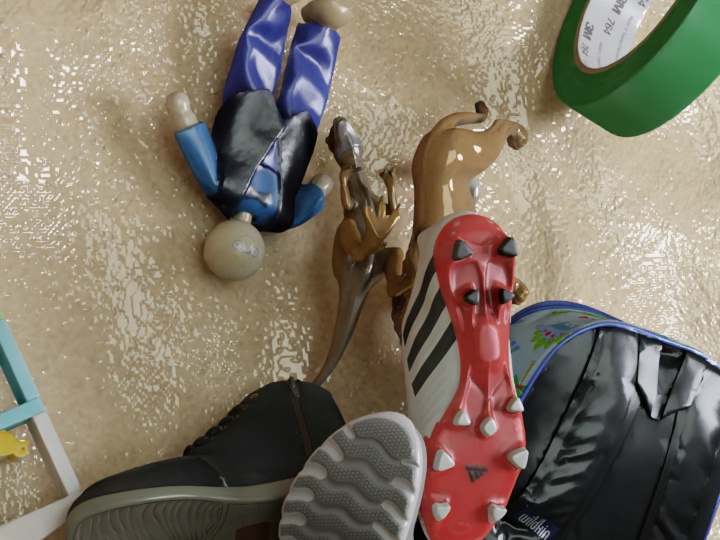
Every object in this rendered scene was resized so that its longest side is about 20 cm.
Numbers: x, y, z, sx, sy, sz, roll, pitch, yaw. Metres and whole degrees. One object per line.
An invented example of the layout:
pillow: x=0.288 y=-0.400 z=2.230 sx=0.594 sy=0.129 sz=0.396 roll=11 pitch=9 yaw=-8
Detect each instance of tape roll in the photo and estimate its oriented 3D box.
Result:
tape roll: x=0.215 y=-0.192 z=1.229 sx=0.048 sy=0.200 sz=0.201 roll=30 pitch=66 yaw=-19

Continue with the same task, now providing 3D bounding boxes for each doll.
doll: x=-0.067 y=-0.090 z=1.140 sx=0.136 sy=0.048 sz=0.201 roll=22 pitch=73 yaw=-33

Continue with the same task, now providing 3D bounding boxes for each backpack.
backpack: x=0.135 y=0.124 z=1.128 sx=0.182 sy=0.147 sz=0.201 roll=23 pitch=91 yaw=-22

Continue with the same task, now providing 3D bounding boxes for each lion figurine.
lion figurine: x=0.060 y=-0.033 z=1.164 sx=0.122 sy=0.072 sz=0.201 roll=17 pitch=63 yaw=-52

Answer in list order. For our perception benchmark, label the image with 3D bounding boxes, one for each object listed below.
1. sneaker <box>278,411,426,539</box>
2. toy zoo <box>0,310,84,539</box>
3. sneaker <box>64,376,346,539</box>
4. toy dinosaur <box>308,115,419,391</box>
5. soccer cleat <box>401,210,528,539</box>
sneaker: x=-0.006 y=0.167 z=1.027 sx=0.075 sy=0.201 sz=0.082 roll=27 pitch=23 yaw=20
toy zoo: x=-0.243 y=0.100 z=1.004 sx=0.131 sy=0.020 sz=0.201 roll=-22 pitch=82 yaw=-30
sneaker: x=-0.090 y=0.126 z=1.057 sx=0.199 sy=0.075 sz=0.106 roll=-3 pitch=36 yaw=-24
toy dinosaur: x=0.000 y=0.000 z=1.118 sx=0.060 sy=0.106 sz=0.201 roll=15 pitch=74 yaw=-26
soccer cleat: x=0.057 y=0.065 z=1.043 sx=0.068 sy=0.085 sz=0.201 roll=1 pitch=91 yaw=-21
